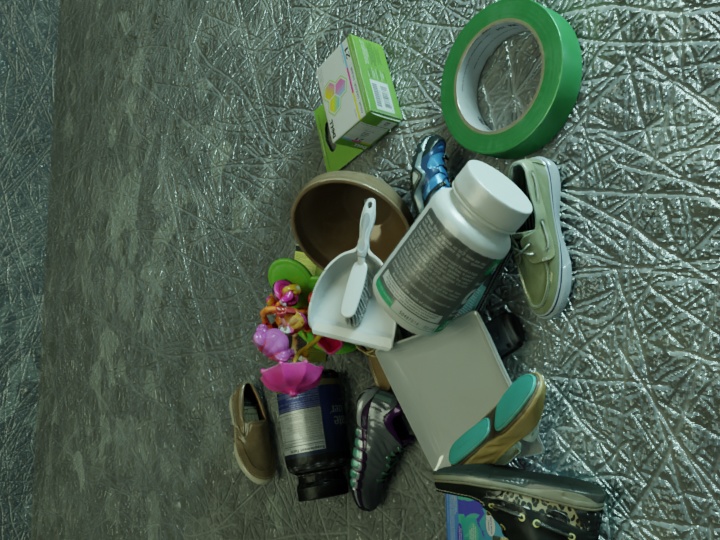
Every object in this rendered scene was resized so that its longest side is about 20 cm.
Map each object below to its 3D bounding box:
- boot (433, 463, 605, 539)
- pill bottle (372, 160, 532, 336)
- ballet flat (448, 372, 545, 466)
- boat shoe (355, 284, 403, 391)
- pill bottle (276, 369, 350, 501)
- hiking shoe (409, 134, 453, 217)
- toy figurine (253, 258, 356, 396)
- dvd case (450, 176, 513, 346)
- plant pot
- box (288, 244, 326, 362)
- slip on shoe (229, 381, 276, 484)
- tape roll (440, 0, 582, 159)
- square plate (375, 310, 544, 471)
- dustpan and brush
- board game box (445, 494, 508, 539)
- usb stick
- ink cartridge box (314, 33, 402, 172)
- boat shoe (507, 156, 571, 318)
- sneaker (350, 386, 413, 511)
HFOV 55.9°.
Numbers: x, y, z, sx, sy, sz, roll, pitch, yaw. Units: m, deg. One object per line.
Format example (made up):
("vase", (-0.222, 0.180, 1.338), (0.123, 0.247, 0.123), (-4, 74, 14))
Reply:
("boot", (0.176, 0.311, 0.781), (0.201, 0.073, 0.156), (0, 87, 30))
("pill bottle", (0.110, -0.026, 0.827), (0.201, 0.112, 0.114), (-54, 50, 28))
("ballet flat", (0.183, 0.196, 0.840), (0.201, 0.062, 0.069), (-56, 10, 42))
("boat shoe", (0.022, 0.097, 1.042), (0.073, 0.066, 0.203), (5, 107, 46))
("pill bottle", (-0.077, 0.276, 1.139), (0.111, 0.111, 0.203), (-25, 69, 46))
("hiking shoe", (0.116, -0.091, 0.941), (0.086, 0.074, 0.203), (-1, 81, 26))
("toy figurine", (-0.102, 0.101, 1.052), (0.200, 0.184, 0.150), (45, 127, -7))
("dvd case", (0.137, -0.015, 0.952), (0.146, 0.022, 0.202), (35, 103, 45))
("plant pot", (-0.002, -0.082, 1.055), (0.200, 0.200, 0.093), (-36, 20, 42))
("box", (-0.089, 0.058, 1.215), (0.075, 0.050, 0.203), (9, 94, 49))
("slip on shoe", (-0.207, 0.313, 1.323), (0.061, 0.075, 0.202), (-54, 42, 40))
("tape roll", (0.195, -0.252, 0.902), (0.199, 0.048, 0.204), (-5, 84, 50))
("square plate", (0.131, 0.168, 0.922), (0.199, 0.028, 0.200), (-27, 90, 44))
("dustpan and brush", (0.000, 0.000, 0.965), (0.138, 0.057, 0.203), (10, 80, 23))
("board game box", (0.196, 0.346, 0.863), (0.199, 0.045, 0.155), (-8, 81, 49))
("usb stick", (0.146, 0.124, 0.945), (0.200, 0.032, 0.056), (-42, 50, 39))
("ink cartridge box", (-0.034, -0.271, 1.151), (0.199, 0.075, 0.150), (-32, 64, 42))
("boat shoe", (0.213, -0.040, 0.844), (0.072, 0.061, 0.203), (-8, 87, 56))
("sneaker", (0.036, 0.283, 1.041), (0.086, 0.074, 0.203), (7, 104, 27))
